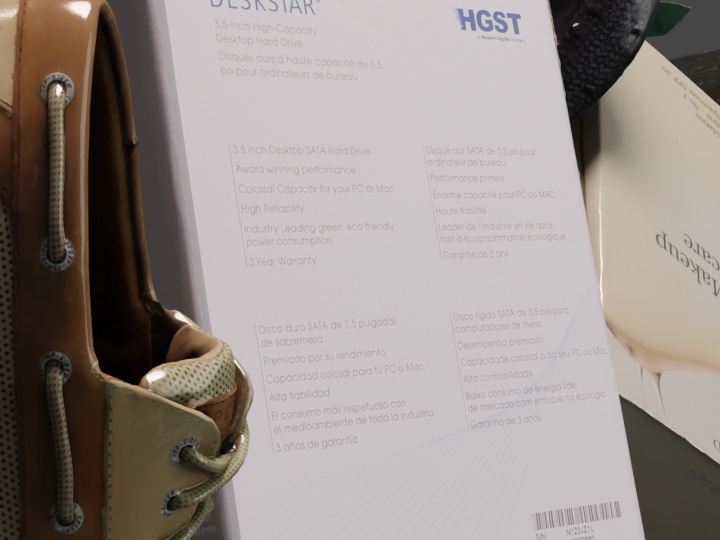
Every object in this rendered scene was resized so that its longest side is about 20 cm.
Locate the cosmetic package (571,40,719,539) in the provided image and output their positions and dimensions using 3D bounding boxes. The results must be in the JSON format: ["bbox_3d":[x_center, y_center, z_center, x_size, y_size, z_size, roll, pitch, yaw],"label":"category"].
[{"bbox_3d":[0.097,0.006,0.693,0.103,0.073,0.201,34,39,-28],"label":"cosmetic package"}]

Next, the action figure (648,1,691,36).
[{"bbox_3d":[0.039,-0.120,0.858,0.118,0.198,0.055,11,-67,65],"label":"action figure"}]

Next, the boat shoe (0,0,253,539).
[{"bbox_3d":[-0.062,0.035,0.402,0.076,0.073,0.202,-75,153,-71],"label":"boat shoe"}]

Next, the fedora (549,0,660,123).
[{"bbox_3d":[0.017,-0.113,0.699,0.092,0.198,0.203,53,28,-75],"label":"fedora"}]

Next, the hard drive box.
[{"bbox_3d":[-0.006,0.014,0.531,0.155,0.076,0.203,-1,79,-40],"label":"hard drive box"}]
